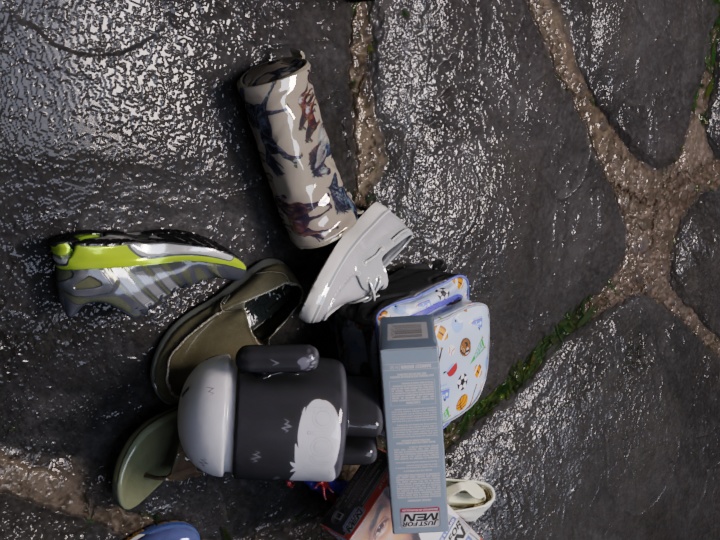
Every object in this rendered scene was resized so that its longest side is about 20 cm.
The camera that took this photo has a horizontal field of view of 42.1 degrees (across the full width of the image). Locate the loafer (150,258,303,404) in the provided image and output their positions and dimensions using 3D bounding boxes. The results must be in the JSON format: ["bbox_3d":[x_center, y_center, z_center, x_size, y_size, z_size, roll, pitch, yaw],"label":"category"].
[{"bbox_3d":[-0.137,0.064,0.989,0.200,0.070,0.075,-47,122,-19],"label":"loafer"}]

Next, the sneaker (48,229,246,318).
[{"bbox_3d":[-0.210,0.004,0.932,0.199,0.074,0.081,1,106,-28],"label":"sneaker"}]

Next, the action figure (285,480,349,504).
[{"bbox_3d":[-0.058,0.231,1.086,0.052,0.065,0.200,-53,127,-35],"label":"action figure"}]

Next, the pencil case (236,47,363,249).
[{"bbox_3d":[-0.064,-0.129,0.997,0.089,0.078,0.201,-38,121,-40],"label":"pencil case"}]

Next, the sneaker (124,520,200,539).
[{"bbox_3d":[-0.242,0.336,0.961,0.200,0.088,0.076,-29,114,-29],"label":"sneaker"}]

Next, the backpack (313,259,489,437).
[{"bbox_3d":[0.062,0.106,1.101,0.199,0.154,0.191,-19,121,-35],"label":"backpack"}]

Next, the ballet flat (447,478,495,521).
[{"bbox_3d":[0.098,0.288,1.205,0.199,0.069,0.070,14,92,-40],"label":"ballet flat"}]

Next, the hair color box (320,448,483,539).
[{"bbox_3d":[0.056,0.313,1.103,0.200,0.064,0.111,48,68,-30],"label":"hair color box"}]

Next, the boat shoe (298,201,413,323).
[{"bbox_3d":[0.000,0.000,1.033,0.200,0.068,0.072,-51,172,-52],"label":"boat shoe"}]

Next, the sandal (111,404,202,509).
[{"bbox_3d":[-0.174,0.179,0.985,0.201,0.057,0.080,-34,135,-28],"label":"sandal"}]

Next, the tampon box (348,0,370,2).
[{"bbox_3d":[0.063,-0.373,0.959,0.150,0.200,0.126,-45,122,-18],"label":"tampon box"}]

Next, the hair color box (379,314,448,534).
[{"bbox_3d":[0.055,0.157,0.964,0.060,0.099,0.201,-3,106,3],"label":"hair color box"}]

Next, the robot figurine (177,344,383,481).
[{"bbox_3d":[-0.080,0.144,0.927,0.199,0.125,0.151,3,90,-6],"label":"robot figurine"}]
